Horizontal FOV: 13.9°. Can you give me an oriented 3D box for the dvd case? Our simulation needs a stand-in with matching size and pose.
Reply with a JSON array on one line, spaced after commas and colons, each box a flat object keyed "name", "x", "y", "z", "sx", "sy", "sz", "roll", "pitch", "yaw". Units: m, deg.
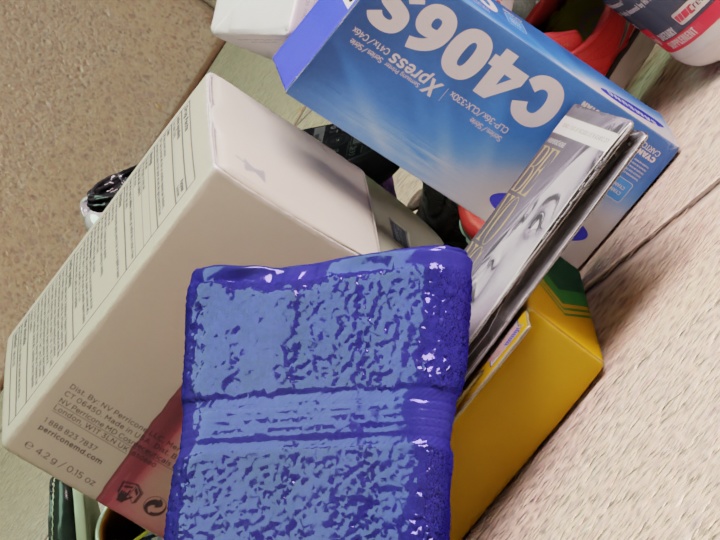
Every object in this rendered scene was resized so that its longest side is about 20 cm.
[{"name": "dvd case", "x": 0.064, "y": 0.004, "z": 1.465, "sx": 0.200, "sy": 0.016, "sz": 0.149, "roll": -53, "pitch": 9, "yaw": 2}]

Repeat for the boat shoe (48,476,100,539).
[{"name": "boat shoe", "x": -0.178, "y": 0.213, "z": 1.715, "sx": 0.075, "sy": 0.066, "sz": 0.199, "roll": -46, "pitch": -48, "yaw": -84}]

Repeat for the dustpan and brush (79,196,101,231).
[{"name": "dustpan and brush", "x": -0.127, "y": 0.009, "z": 1.759, "sx": 0.140, "sy": 0.200, "sz": 0.057, "roll": -52, "pitch": -36, "yaw": 10}]

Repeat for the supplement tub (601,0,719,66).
[{"name": "supplement tub", "x": 0.150, "y": -0.219, "z": 1.603, "sx": 0.140, "sy": 0.200, "sz": 0.140, "roll": -52, "pitch": 9, "yaw": 12}]

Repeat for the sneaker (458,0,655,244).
[{"name": "sneaker", "x": 0.101, "y": -0.103, "z": 1.674, "sx": 0.200, "sy": 0.077, "sz": 0.085, "roll": -66, "pitch": -31, "yaw": -17}]

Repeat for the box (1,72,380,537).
[{"name": "box", "x": -0.092, "y": 0.019, "z": 1.572, "sx": 0.200, "sy": 0.109, "sz": 0.128, "roll": -51, "pitch": 20, "yaw": 19}]

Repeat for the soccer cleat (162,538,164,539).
[{"name": "soccer cleat", "x": -0.056, "y": 0.127, "z": 1.472, "sx": 0.076, "sy": 0.067, "sz": 0.200, "roll": 76, "pitch": -147, "yaw": -43}]

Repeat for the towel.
[{"name": "towel", "x": -0.018, "y": 0.090, "z": 1.380, "sx": 0.148, "sy": 0.050, "sz": 0.200, "roll": -5, "pitch": 68, "yaw": 26}]

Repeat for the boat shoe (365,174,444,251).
[{"name": "boat shoe", "x": 0.001, "y": 0.001, "z": 1.637, "sx": 0.072, "sy": 0.070, "sz": 0.201, "roll": -49, "pitch": 11, "yaw": 12}]

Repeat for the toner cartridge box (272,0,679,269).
[{"name": "toner cartridge box", "x": 0.062, "y": -0.087, "z": 1.549, "sx": 0.095, "sy": 0.200, "sz": 0.043, "roll": -50, "pitch": 27, "yaw": 18}]

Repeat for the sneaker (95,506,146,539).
[{"name": "sneaker", "x": -0.123, "y": 0.169, "z": 1.721, "sx": 0.073, "sy": 0.085, "sz": 0.200, "roll": -119, "pitch": 35, "yaw": -43}]

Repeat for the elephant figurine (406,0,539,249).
[{"name": "elephant figurine", "x": 0.080, "y": -0.085, "z": 1.778, "sx": 0.141, "sy": 0.155, "sz": 0.200, "roll": -6, "pitch": 52, "yaw": 22}]

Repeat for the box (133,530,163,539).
[{"name": "box", "x": -0.149, "y": 0.205, "z": 1.619, "sx": 0.200, "sy": 0.064, "sz": 0.070, "roll": -35, "pitch": -6, "yaw": 0}]

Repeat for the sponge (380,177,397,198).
[{"name": "sponge", "x": -0.023, "y": 0.012, "z": 1.743, "sx": 0.112, "sy": 0.030, "sz": 0.200, "roll": -23, "pitch": 46, "yaw": 13}]

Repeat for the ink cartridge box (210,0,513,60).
[{"name": "ink cartridge box", "x": 0.022, "y": -0.155, "z": 1.628, "sx": 0.068, "sy": 0.200, "sz": 0.116, "roll": 5, "pitch": 80, "yaw": 46}]

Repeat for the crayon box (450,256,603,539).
[{"name": "crayon box", "x": 0.060, "y": 0.060, "z": 1.482, "sx": 0.126, "sy": 0.052, "sz": 0.200, "roll": -51, "pitch": 9, "yaw": 12}]

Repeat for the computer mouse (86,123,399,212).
[{"name": "computer mouse", "x": -0.066, "y": -0.053, "z": 1.759, "sx": 0.200, "sy": 0.034, "sz": 0.059, "roll": -9, "pitch": 30, "yaw": 14}]
